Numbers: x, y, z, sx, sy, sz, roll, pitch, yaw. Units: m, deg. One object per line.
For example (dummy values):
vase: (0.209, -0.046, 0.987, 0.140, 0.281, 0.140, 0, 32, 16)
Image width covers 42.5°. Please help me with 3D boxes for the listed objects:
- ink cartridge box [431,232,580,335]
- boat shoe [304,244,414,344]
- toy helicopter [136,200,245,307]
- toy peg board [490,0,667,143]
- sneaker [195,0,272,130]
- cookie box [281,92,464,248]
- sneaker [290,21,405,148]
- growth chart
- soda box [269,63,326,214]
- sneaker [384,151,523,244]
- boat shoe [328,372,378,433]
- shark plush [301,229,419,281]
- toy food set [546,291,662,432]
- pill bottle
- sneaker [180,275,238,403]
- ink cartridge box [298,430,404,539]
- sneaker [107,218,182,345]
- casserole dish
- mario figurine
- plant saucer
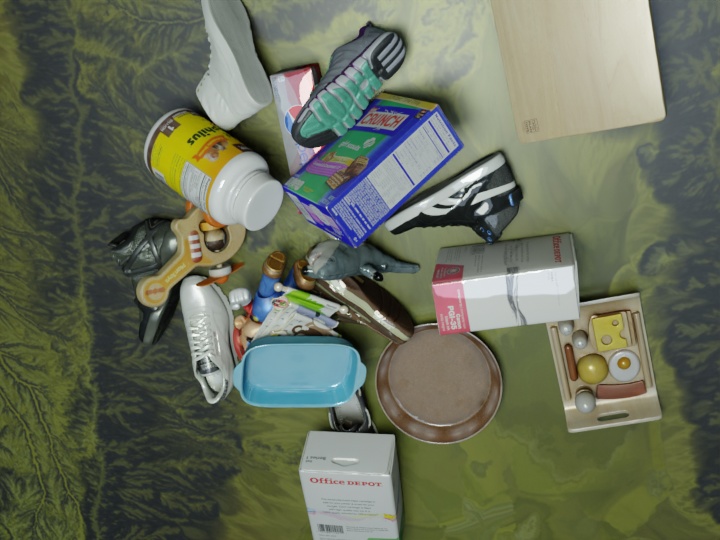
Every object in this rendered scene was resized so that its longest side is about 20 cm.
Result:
ink cartridge box: (0.207, 0.017, 1.308, 0.196, 0.147, 0.084, -7, 109, 13)
boat shoe: (-0.011, 0.050, 1.402, 0.202, 0.075, 0.075, 41, 115, 9)
toy helicopter: (-0.248, -0.015, 1.379, 0.200, 0.078, 0.133, -46, 122, -21)
toy peg board: (0.297, -0.292, 1.230, 0.196, 0.098, 0.203, -6, 107, 29)
sneaker: (-0.203, -0.302, 1.313, 0.115, 0.073, 0.203, -26, 80, 43)
cookie box: (0.013, -0.140, 1.237, 0.200, 0.171, 0.076, -43, 118, -9)
sneaker: (-0.029, -0.254, 1.272, 0.200, 0.087, 0.075, -44, 136, -4)
growth chart: (-0.100, 0.110, 1.382, 0.143, 0.018, 0.202, 15, 122, -25)
soda box: (-0.074, -0.189, 1.330, 0.062, 0.070, 0.203, -8, 107, 10)
sneaker: (0.140, -0.073, 1.329, 0.198, 0.073, 0.113, -29, 100, 16)
boat shoe: (-0.014, 0.237, 1.468, 0.072, 0.060, 0.204, -3, 108, 10)
shark plush: (0.000, 0.000, 1.337, 0.198, 0.083, 0.092, 21, 104, -42)
toy food set: (0.357, 0.135, 1.367, 0.141, 0.061, 0.203, -11, 107, 14)
pill bottle: (-0.204, -0.138, 1.298, 0.199, 0.109, 0.111, 34, 114, 25)
sneaker: (-0.240, 0.107, 1.456, 0.075, 0.081, 0.203, -12, 105, 15)
ink cartridge box: (-0.009, 0.352, 1.462, 0.142, 0.085, 0.202, 1, 129, 10)
sneaker: (-0.339, 0.013, 1.445, 0.112, 0.076, 0.203, 15, 107, 7)
casserole dish: (-0.090, 0.145, 1.368, 0.196, 0.039, 0.123, 1, 125, -10)
mario figurine: (-0.136, 0.077, 1.390, 0.123, 0.106, 0.202, 38, 128, 14)
plant saucer: (0.122, 0.172, 1.436, 0.196, 0.035, 0.204, 3, 108, 10)
